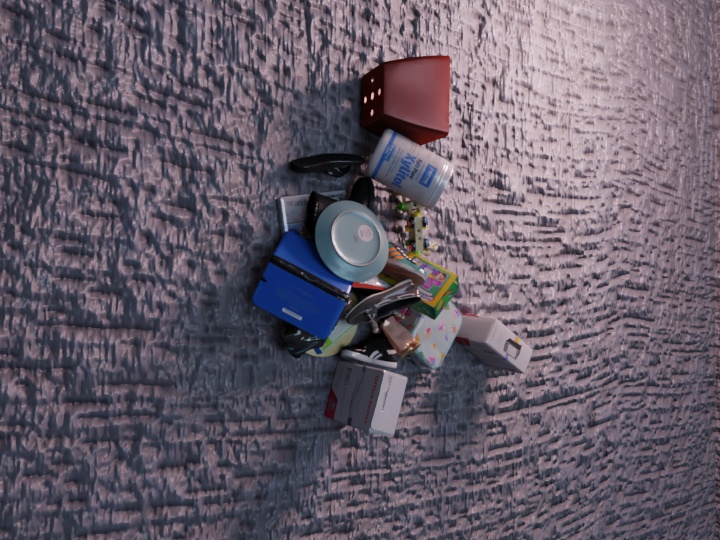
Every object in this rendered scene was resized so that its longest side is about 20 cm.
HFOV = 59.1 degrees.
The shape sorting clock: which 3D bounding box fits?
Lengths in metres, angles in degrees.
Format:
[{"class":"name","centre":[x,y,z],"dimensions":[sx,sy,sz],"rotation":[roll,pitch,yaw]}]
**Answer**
[{"class":"shape sorting clock","centre":[-0.092,0.112,1.575],"dimensions":[0.197,0.039,0.204],"rotation":[1,89,-32]}]

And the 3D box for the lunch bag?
[{"class":"lunch bag","centre":[0.192,0.167,1.766],"dimensions":[0.161,0.077,0.201],"rotation":[47,65,-29]}]

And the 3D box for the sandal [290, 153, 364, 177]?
[{"class":"sandal","centre":[-0.082,-0.256,1.572],"dimensions":[0.198,0.075,0.049],"rotation":[-12,123,-29]}]

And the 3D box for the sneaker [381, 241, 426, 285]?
[{"class":"sneaker","centre":[0.089,-0.030,1.624],"dimensions":[0.080,0.198,0.072],"rotation":[-54,154,-27]}]

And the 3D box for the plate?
[{"class":"plate","centre":[-0.014,-0.073,1.494],"dimensions":[0.197,0.026,0.204],"rotation":[10,69,-26]}]

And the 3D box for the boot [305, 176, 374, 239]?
[{"class":"boot","centre":[-0.050,-0.157,1.558],"dimensions":[0.160,0.073,0.202],"rotation":[12,67,-24]}]

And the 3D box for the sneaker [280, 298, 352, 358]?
[{"class":"sneaker","centre":[-0.100,0.131,1.516],"dimensions":[0.198,0.075,0.080],"rotation":[-31,118,-22]}]

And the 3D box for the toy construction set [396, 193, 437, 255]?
[{"class":"toy construction set","centre":[0.150,-0.120,1.716],"dimensions":[0.091,0.131,0.203],"rotation":[-21,112,-2]}]

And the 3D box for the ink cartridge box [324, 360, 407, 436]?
[{"class":"ink cartridge box","centre":[0.012,0.311,1.555],"dimensions":[0.083,0.199,0.148],"rotation":[22,78,-34]}]

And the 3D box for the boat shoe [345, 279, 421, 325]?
[{"class":"boat shoe","centre":[0.058,0.088,1.552],"dimensions":[0.198,0.057,0.067],"rotation":[-27,149,-13]}]

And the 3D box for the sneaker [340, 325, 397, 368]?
[{"class":"sneaker","centre":[0.026,0.185,1.648],"dimensions":[0.199,0.072,0.114],"rotation":[21,74,-47]}]

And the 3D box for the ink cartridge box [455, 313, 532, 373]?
[{"class":"ink cartridge box","centre":[0.386,0.215,1.868],"dimensions":[0.199,0.147,0.087],"rotation":[37,71,-32]}]

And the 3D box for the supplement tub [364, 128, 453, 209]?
[{"class":"supplement tub","centre":[0.122,-0.257,1.611],"dimensions":[0.198,0.132,0.133],"rotation":[27,73,-3]}]

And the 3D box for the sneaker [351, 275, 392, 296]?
[{"class":"sneaker","centre":[0.000,0.000,1.581],"dimensions":[0.199,0.067,0.110],"rotation":[10,70,-29]}]

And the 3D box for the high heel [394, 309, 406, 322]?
[{"class":"high heel","centre":[0.136,0.070,1.723],"dimensions":[0.199,0.067,0.097],"rotation":[-32,99,-27]}]

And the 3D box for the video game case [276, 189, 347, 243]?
[{"class":"video game case","centre":[-0.107,-0.098,1.573],"dimensions":[0.198,0.024,0.185],"rotation":[-12,98,-37]}]

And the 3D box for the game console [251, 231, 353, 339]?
[{"class":"game console","centre":[-0.127,0.032,1.476],"dimensions":[0.198,0.118,0.173],"rotation":[27,98,-5]}]

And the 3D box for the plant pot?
[{"class":"plant pot","centre":[0.105,-0.439,1.635],"dimensions":[0.173,0.199,0.204],"rotation":[2,89,-25]}]

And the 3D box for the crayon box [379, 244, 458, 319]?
[{"class":"crayon box","centre":[0.142,0.028,1.654],"dimensions":[0.119,0.198,0.059],"rotation":[-48,150,-25]}]

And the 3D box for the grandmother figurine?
[{"class":"grandmother figurine","centre":[0.065,0.131,1.629],"dimensions":[0.201,0.061,0.121],"rotation":[51,31,17]}]
